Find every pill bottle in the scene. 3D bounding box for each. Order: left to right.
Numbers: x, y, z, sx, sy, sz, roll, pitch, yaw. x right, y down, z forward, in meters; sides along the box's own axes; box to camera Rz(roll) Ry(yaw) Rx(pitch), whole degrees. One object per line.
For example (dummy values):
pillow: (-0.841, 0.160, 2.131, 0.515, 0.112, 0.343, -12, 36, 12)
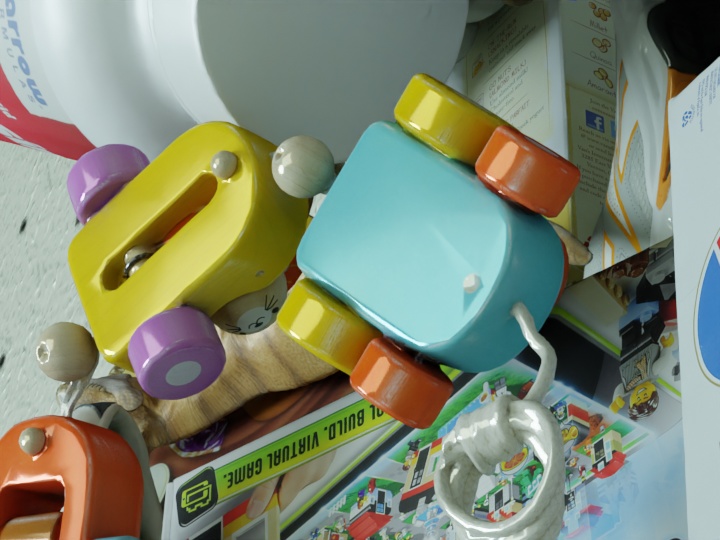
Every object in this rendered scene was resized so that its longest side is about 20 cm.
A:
pill bottle: (-0.061, -0.083, 0.821, 0.200, 0.112, 0.113, 15, 85, 55)

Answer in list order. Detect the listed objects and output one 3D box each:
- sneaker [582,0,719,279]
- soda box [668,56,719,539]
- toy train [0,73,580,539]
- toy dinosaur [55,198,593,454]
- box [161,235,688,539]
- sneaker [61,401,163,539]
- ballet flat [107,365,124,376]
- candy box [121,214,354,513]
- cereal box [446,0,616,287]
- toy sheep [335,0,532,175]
sneaker: (0.090, -0.023, 0.824, 0.092, 0.075, 0.201, 124, 157, -45)
soda box: (0.108, 0.037, 0.580, 0.064, 0.068, 0.201, -43, 35, 45)
toy train: (-0.019, 0.035, 0.705, 0.199, 0.056, 0.151, -15, 64, 36)
toy dinosaur: (0.000, 0.000, 0.842, 0.200, 0.060, 0.107, -28, 51, 33)
box: (0.032, 0.067, 0.690, 0.200, 0.035, 0.110, -28, 43, 32)
sneaker: (-0.061, 0.113, 0.772, 0.071, 0.073, 0.200, -37, 53, 11)
ballet flat: (-0.059, 0.098, 1.098, 0.065, 0.071, 0.200, -31, 39, 16)
candy box: (-0.047, 0.083, 0.882, 0.200, 0.056, 0.117, -48, 38, -8)
cereal box: (0.041, -0.035, 0.985, 0.144, 0.039, 0.201, -47, 31, 42)
toy sheep: (-0.004, -0.117, 0.949, 0.200, 0.138, 0.138, -38, 34, 22)
